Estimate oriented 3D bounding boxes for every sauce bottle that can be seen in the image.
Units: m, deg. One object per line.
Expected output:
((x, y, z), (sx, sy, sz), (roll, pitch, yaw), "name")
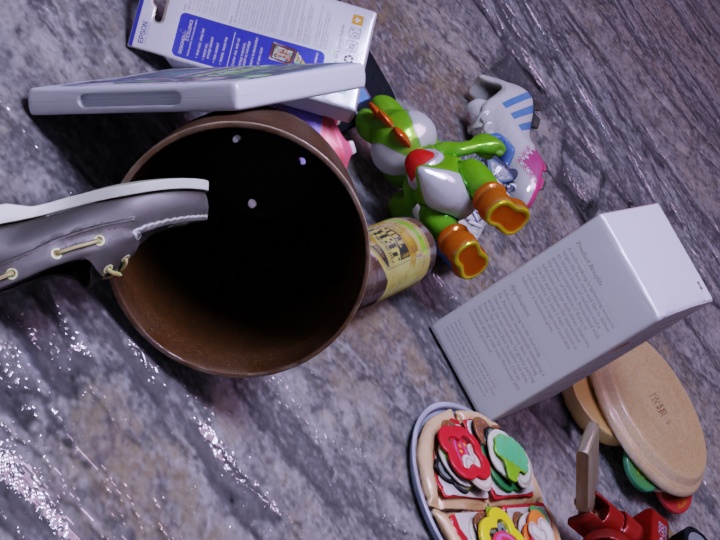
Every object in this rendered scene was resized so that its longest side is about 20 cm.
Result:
((0.000, 0.000, 1.447), (0.065, 0.065, 0.200), (57, 27, 3), "sauce bottle")

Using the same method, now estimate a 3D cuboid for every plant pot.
((-0.081, -0.048, 1.278), (0.187, 0.187, 0.200), (48, 16, -15), "plant pot")

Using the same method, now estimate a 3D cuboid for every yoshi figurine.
((0.072, -0.083, 1.585), (0.112, 0.113, 0.200), (-17, 49, -29), "yoshi figurine")

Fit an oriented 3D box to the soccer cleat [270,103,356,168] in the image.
((-0.079, -0.158, 1.490), (0.076, 0.067, 0.201), (-24, 78, -28), "soccer cleat")

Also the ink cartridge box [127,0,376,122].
((-0.091, -0.198, 1.449), (0.198, 0.037, 0.096), (16, 71, -11), "ink cartridge box")

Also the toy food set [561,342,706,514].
((0.286, 0.149, 1.757), (0.199, 0.049, 0.200), (53, 28, -6), "toy food set")

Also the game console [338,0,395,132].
((-0.048, -0.214, 1.633), (0.178, 0.031, 0.200), (56, 29, 0), "game console")

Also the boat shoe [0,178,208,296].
((-0.186, -0.017, 1.112), (0.200, 0.072, 0.061), (-13, 86, -27), "boat shoe")

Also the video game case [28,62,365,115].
((-0.119, -0.138, 1.301), (0.200, 0.180, 0.024), (-20, 110, -61), "video game case")

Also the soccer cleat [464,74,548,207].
((0.146, -0.134, 1.829), (0.086, 0.070, 0.201), (26, 35, -18), "soccer cleat")

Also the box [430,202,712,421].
((0.193, 0.038, 1.566), (0.152, 0.199, 0.107), (-10, 68, -61), "box")

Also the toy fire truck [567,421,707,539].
((0.218, 0.247, 1.474), (0.200, 0.128, 0.177), (41, 32, -17), "toy fire truck")

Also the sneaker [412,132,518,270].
((0.106, -0.079, 1.674), (0.077, 0.085, 0.201), (46, 30, -17), "sneaker")

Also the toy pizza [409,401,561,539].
((0.115, 0.198, 1.456), (0.200, 0.032, 0.201), (38, 33, -30), "toy pizza")
